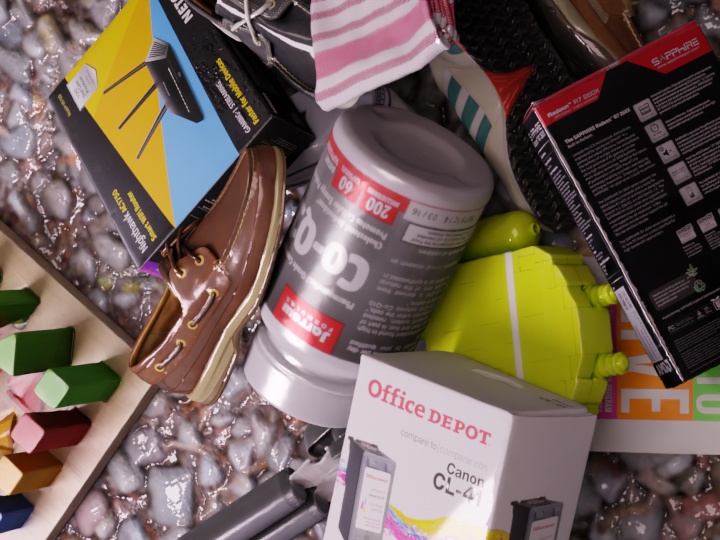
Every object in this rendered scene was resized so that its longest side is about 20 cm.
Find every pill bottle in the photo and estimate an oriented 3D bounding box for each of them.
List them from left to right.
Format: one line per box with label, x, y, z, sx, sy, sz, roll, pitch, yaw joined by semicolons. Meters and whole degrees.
pill bottle;0.000;0.000;1.398;0.114;0.114;0.200;35;117;19

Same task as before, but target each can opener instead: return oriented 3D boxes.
can opener;-0.050;0.158;1.506;0.200;0.053;0.067;-38;42;17

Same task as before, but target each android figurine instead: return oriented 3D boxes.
android figurine;0.099;0.051;1.398;0.200;0.041;0.182;-15;77;46

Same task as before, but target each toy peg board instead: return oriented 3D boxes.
toy peg board;-0.289;0.094;1.574;0.200;0.098;0.199;40;105;18

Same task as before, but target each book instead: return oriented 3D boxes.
book;0.197;0.056;1.399;0.200;0.048;0.134;-1;89;26

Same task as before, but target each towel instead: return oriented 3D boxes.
towel;0.003;-0.211;1.301;0.146;0.030;0.200;-23;68;57

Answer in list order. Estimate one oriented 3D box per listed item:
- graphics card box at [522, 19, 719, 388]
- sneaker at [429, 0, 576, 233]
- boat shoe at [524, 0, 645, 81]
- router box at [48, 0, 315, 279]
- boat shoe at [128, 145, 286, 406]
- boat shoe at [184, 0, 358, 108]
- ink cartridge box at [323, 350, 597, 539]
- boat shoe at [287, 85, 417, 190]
graphics card box;0.203;-0.041;1.316;0.125;0.051;0.200;-28;83;-10
sneaker;0.097;-0.121;1.428;0.070;0.093;0.200;-31;105;-13
boat shoe;0.153;-0.185;1.394;0.074;0.076;0.200;-39;85;-7
router box;-0.132;-0.109;1.486;0.149;0.051;0.200;-48;47;17
boat shoe;-0.102;0.003;1.406;0.067;0.072;0.200;14;119;-17
boat shoe;-0.066;-0.172;1.416;0.200;0.068;0.072;46;125;37
ink cartridge box;0.055;0.166;1.348;0.148;0.086;0.200;20;103;44
boat shoe;-0.046;-0.085;1.481;0.200;0.065;0.074;-11;64;41
